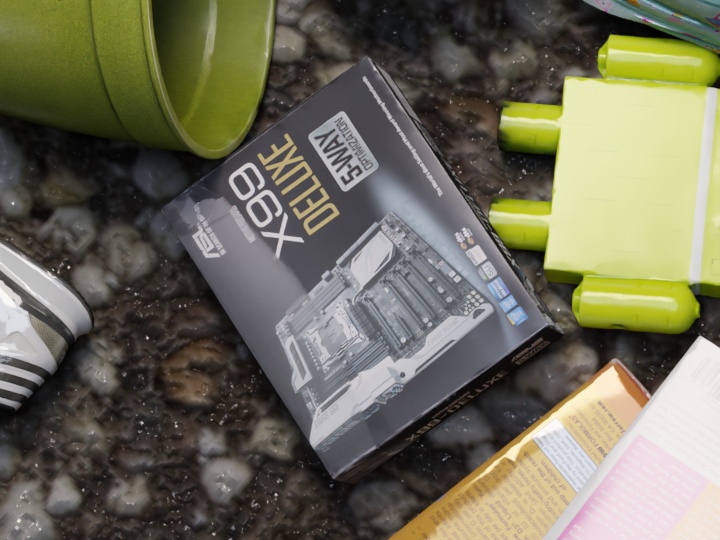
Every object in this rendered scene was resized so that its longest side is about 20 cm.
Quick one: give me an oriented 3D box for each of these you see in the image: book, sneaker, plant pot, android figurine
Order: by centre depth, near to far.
[{"bbox_3d":[0.174,0.149,1.580,0.134,0.048,0.200,36,78,20],"label":"book"},{"bbox_3d":[0.177,-0.050,1.764,0.200,0.041,0.182,6,75,10],"label":"android figurine"},{"bbox_3d":[-0.270,0.015,1.771,0.200,0.076,0.115,33,71,11],"label":"sneaker"},{"bbox_3d":[-0.175,-0.167,1.771,0.193,0.200,0.201,1,75,20],"label":"plant pot"}]

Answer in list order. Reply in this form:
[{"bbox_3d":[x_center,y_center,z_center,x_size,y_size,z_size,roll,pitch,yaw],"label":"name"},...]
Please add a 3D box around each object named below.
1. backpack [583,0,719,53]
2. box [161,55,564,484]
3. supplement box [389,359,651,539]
[{"bbox_3d":[0.212,-0.206,1.750,0.200,0.127,0.167,19,48,7],"label":"backpack"},{"bbox_3d":[0.000,0.000,1.751,0.158,0.050,0.200,-35,74,9],"label":"box"},{"bbox_3d":[0.090,0.141,1.700,0.200,0.067,0.069,-39,74,-5],"label":"supplement box"}]
